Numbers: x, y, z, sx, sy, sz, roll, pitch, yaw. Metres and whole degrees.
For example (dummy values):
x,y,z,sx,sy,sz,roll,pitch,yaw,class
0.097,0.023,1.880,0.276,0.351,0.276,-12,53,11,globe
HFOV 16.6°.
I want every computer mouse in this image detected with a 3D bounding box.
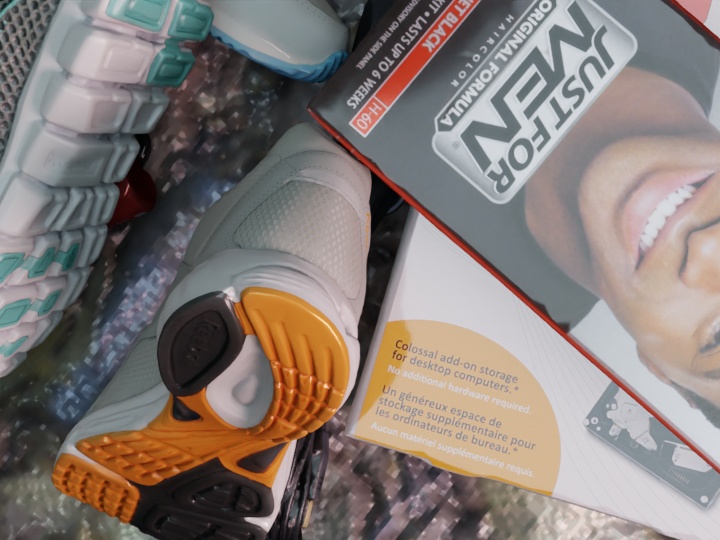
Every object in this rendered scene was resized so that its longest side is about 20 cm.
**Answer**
x,y,z,sx,sy,sz,roll,pitch,yaw,class
0.000,0.000,0.856,0.034,0.059,0.200,12,92,-8,computer mouse

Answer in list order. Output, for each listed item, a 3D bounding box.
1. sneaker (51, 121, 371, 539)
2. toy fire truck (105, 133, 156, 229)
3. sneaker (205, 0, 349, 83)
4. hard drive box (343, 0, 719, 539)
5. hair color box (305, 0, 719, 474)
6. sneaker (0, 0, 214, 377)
x,y,z,sx,sy,sz,roll,pitch,yaw,class
-0.040,0.026,0.816,0.076,0.200,0.092,27,56,-11,sneaker
-0.171,-0.086,0.878,0.141,0.049,0.200,-24,89,7,toy fire truck
-0.069,-0.148,0.855,0.081,0.077,0.200,-43,87,3,sneaker
0.097,-0.019,0.833,0.156,0.077,0.200,15,91,6,hard drive box
0.092,-0.022,0.759,0.200,0.061,0.102,41,96,8,hair color box
-0.126,-0.043,0.821,0.091,0.078,0.200,37,105,23,sneaker
